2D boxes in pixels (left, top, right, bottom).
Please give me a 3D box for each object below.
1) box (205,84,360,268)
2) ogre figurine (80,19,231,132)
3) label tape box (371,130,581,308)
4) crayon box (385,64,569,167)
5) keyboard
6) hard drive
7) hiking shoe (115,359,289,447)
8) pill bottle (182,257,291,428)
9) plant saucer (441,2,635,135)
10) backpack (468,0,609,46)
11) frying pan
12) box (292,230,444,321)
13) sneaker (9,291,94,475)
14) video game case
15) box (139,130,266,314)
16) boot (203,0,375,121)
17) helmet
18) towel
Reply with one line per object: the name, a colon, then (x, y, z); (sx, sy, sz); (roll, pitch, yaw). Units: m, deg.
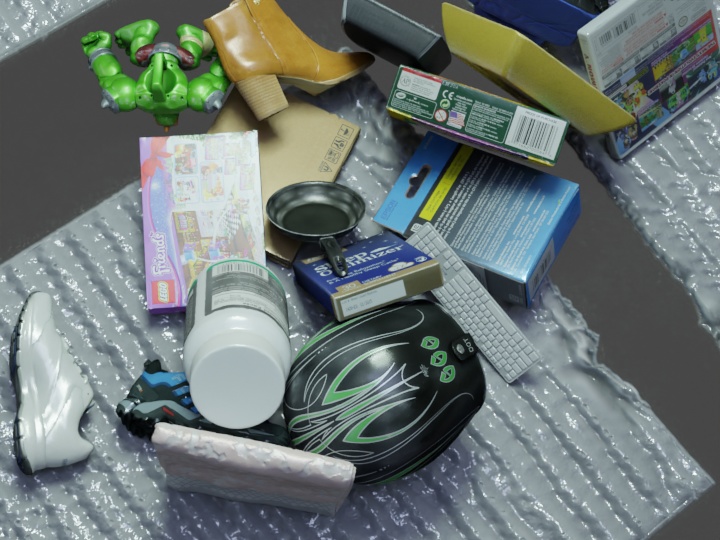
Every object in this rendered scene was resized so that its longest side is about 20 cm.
box: (-0.113, -0.122, 1.656); (0.163, 0.021, 0.201); (25, 67, 4)
ogre figurine: (-0.232, -0.235, 1.652); (0.199, 0.098, 0.120); (11, 54, -14)
label tape box: (0.136, -0.062, 1.629); (0.199, 0.063, 0.145); (23, 66, 23)
crayon box: (0.133, -0.177, 1.623); (0.199, 0.173, 0.059); (19, 95, 1)
keyboard: (0.123, 0.037, 1.582); (0.200, 0.056, 0.011); (50, 40, 2)
hard drive: (0.040, -0.272, 1.649); (0.134, 0.200, 0.042); (29, 93, 5)
hiking shoe: (-0.162, 0.144, 1.493); (0.199, 0.075, 0.087); (13, 59, 18)
pill bottle: (-0.129, 0.075, 1.461); (0.112, 0.114, 0.200); (2, 24, -5)
plant saucer: (0.194, -0.225, 1.624); (0.200, 0.200, 0.049); (30, 97, -30)
backpack: (0.223, -0.395, 1.723); (0.162, 0.168, 0.201); (25, 69, -16)
frying pan: (-0.029, -0.048, 1.566); (0.115, 0.031, 0.190); (-22, 42, -29)
box: (0.000, 0.000, 1.534); (0.121, 0.200, 0.033); (-19, 107, -13)
sneaker: (-0.334, 0.120, 1.515); (0.087, 0.075, 0.201); (-2, 74, -20)
video game case: (0.357, -0.262, 1.696); (0.200, 0.183, 0.023); (-37, 37, -19)
box: (-0.177, -0.055, 1.588); (0.136, 0.039, 0.201); (-3, 79, -3)
boot: (-0.081, -0.274, 1.654); (0.201, 0.071, 0.145); (-30, 97, -36)
helmet: (0.016, 0.132, 1.477); (0.190, 0.200, 0.200); (-27, 72, -27)
towel: (-0.109, 0.207, 1.428); (0.199, 0.191, 0.032); (11, 69, -1)
